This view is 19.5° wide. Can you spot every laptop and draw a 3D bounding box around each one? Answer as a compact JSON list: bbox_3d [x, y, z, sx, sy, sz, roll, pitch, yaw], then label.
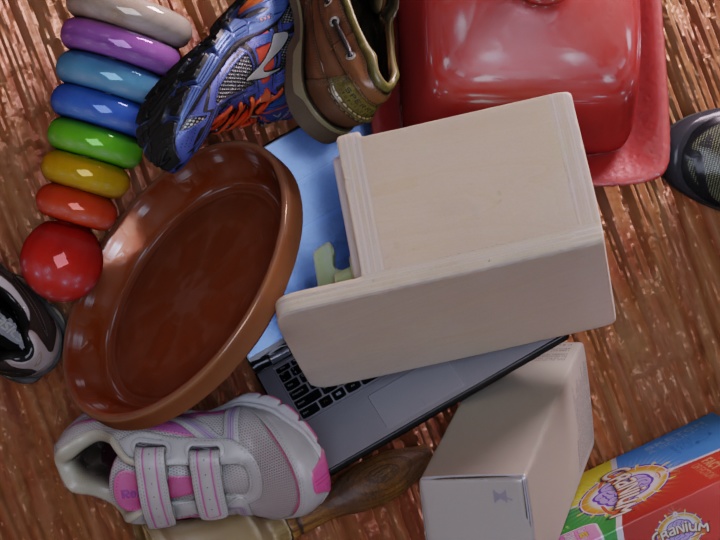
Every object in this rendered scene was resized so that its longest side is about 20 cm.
[{"bbox_3d":[0.000,0.000,1.363,0.187,0.200,0.116,-30,126,-3],"label":"laptop"}]

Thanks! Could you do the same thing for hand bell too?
[{"bbox_3d":[-0.039,0.164,1.384,0.199,0.104,0.105,-25,92,-15],"label":"hand bell"}]

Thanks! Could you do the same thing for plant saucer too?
[{"bbox_3d":[-0.110,0.011,1.322,0.032,0.200,0.201,36,88,-34],"label":"plant saucer"}]

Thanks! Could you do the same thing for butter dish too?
[{"bbox_3d":[0.106,-0.165,1.337,0.198,0.148,0.201,0,74,-4],"label":"butter dish"}]

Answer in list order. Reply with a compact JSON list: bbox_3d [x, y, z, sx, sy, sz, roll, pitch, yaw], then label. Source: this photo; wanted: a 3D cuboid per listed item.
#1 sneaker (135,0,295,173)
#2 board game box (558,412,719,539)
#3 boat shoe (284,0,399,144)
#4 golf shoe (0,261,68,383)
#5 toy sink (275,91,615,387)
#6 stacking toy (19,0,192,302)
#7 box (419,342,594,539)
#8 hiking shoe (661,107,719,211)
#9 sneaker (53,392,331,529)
[{"bbox_3d":[-0.070,-0.122,1.333,0.078,0.075,0.200,46,47,-10],"label":"sneaker"},{"bbox_3d":[0.168,0.162,1.355,0.199,0.153,0.041,-25,98,-5],"label":"board game box"},{"bbox_3d":[-0.006,-0.174,1.339,0.068,0.072,0.201,-30,51,32],"label":"boat shoe"},{"bbox_3d":[-0.276,0.000,1.350,0.199,0.094,0.078,31,89,-2],"label":"golf shoe"},{"bbox_3d":[0.046,-0.019,1.288,0.199,0.130,0.113,-13,65,5],"label":"toy sink"},{"bbox_3d":[-0.176,-0.078,1.360,0.085,0.085,0.201,17,89,-4],"label":"stacking toy"},{"bbox_3d":[0.096,0.120,1.317,0.068,0.200,0.083,-2,109,18],"label":"box"},{"bbox_3d":[0.298,-0.069,1.389,0.199,0.101,0.076,9,89,-4],"label":"hiking shoe"},{"bbox_3d":[-0.110,0.127,1.320,0.199,0.088,0.082,3,115,33],"label":"sneaker"}]
